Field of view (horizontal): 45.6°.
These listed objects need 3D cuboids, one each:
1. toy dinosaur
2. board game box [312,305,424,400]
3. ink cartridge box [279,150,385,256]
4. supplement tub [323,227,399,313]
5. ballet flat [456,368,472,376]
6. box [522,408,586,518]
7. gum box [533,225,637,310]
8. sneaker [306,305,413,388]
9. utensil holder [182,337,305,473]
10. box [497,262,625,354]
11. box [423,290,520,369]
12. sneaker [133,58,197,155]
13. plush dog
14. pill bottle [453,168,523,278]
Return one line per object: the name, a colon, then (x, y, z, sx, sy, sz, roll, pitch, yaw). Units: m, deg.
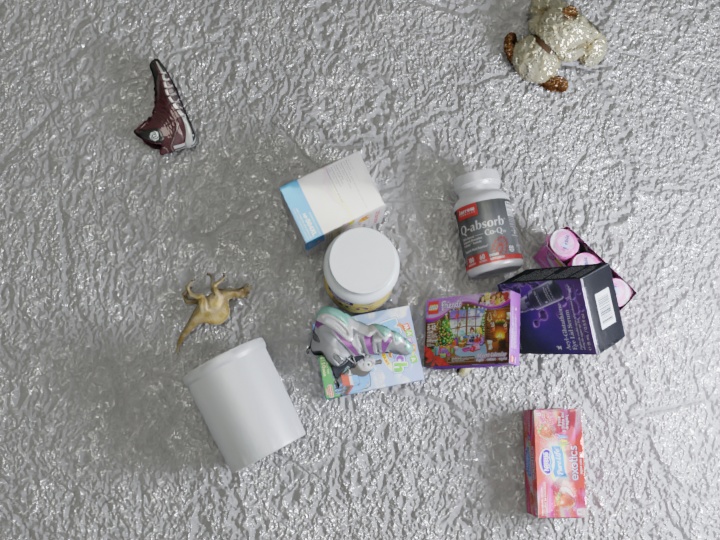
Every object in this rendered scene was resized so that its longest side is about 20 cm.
toy dinosaur: (-0.310, 0.070, 1.693, 0.200, 0.058, 0.101, -38, 84, -8)
board game box: (0.015, 0.162, 1.698, 0.198, 0.037, 0.153, -11, 79, -5)
ink cartridge box: (-0.044, -0.136, 1.705, 0.199, 0.129, 0.126, -25, 82, -6)
supplement tub: (0.000, 0.000, 1.644, 0.144, 0.200, 0.147, 0, 79, -2)
ballet flat: (0.259, 0.131, 1.699, 0.057, 0.066, 0.200, 39, 82, -5)
box: (0.369, 0.367, 1.640, 0.094, 0.103, 0.202, 0, 81, -2)
gum box: (0.440, 0.004, 1.704, 0.066, 0.114, 0.200, -44, 83, -9)
sneaker: (-0.008, 0.165, 1.645, 0.199, 0.078, 0.141, 19, 80, 12)
utensil holder: (-0.216, 0.254, 1.606, 0.169, 0.170, 0.201, -26, 83, -7)
box: (0.378, 0.075, 1.622, 0.104, 0.199, 0.149, -22, 99, -41)
box: (0.213, 0.117, 1.647, 0.199, 0.039, 0.138, -9, 71, 41)
sneaker: (-0.422, -0.329, 1.757, 0.115, 0.076, 0.201, -24, 82, -3)
plush dog: (0.396, -0.469, 1.789, 0.200, 0.160, 0.172, 42, 108, 7)
pill bottle: (0.250, -0.093, 1.715, 0.115, 0.116, 0.202, -11, 80, -4)
